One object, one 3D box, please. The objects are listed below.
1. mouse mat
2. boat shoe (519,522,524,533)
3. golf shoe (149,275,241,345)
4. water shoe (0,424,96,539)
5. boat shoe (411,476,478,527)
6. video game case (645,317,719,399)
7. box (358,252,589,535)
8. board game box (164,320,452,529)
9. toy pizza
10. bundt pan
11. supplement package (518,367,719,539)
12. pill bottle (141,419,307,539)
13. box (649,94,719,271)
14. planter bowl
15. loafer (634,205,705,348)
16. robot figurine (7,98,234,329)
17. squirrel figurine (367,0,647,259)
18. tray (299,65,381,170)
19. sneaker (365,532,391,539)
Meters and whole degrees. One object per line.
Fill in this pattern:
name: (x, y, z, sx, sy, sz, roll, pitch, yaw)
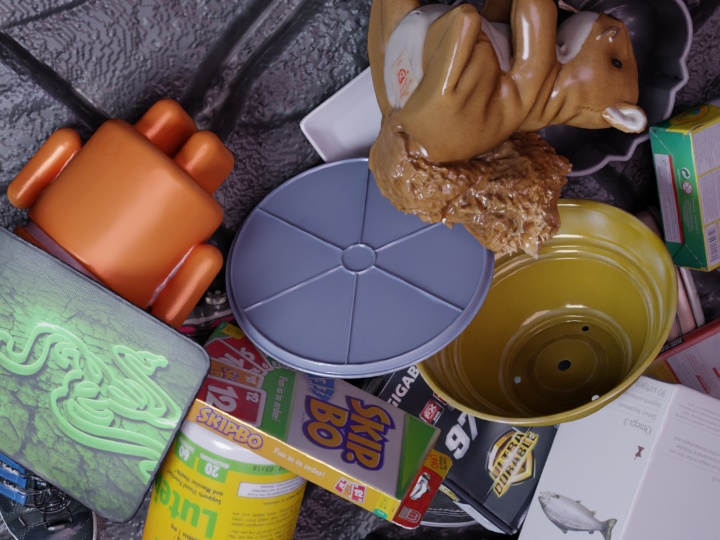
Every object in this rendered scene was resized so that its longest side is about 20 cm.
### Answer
mouse mat: (-0.218, 0.073, 1.542, 0.200, 0.008, 0.161, 30, 113, 5)
boat shoe: (0.224, 0.198, 1.729, 0.199, 0.057, 0.067, -8, 116, 8)
golf shoe: (-0.065, 0.039, 1.656, 0.199, 0.077, 0.088, -9, 117, -7)
water shoe: (-0.246, 0.137, 1.611, 0.071, 0.079, 0.201, -20, 104, -10)
boat shoe: (0.027, 0.156, 1.694, 0.199, 0.068, 0.074, 26, 92, -18)
video game case: (0.258, 0.126, 1.734, 0.200, 0.017, 0.143, -28, 112, 15)
box: (0.104, 0.077, 1.668, 0.159, 0.046, 0.200, 40, 73, -18)
board game box: (-0.032, 0.110, 1.556, 0.200, 0.096, 0.030, 28, 125, 5)
toy pizza: (0.000, 0.000, 1.598, 0.200, 0.200, 0.032, -25, 144, -10)
bundt pan: (0.149, -0.175, 1.664, 0.201, 0.076, 0.203, -3, 100, -15)
supplement package: (0.209, 0.183, 1.632, 0.117, 0.117, 0.201, 21, 87, -33)
pill bottle: (-0.104, 0.186, 1.626, 0.111, 0.111, 0.201, 6, 117, -16)
box: (0.313, -0.088, 1.706, 0.200, 0.048, 0.118, -24, 112, -35)
planter bowl: (0.142, 0.050, 1.590, 0.200, 0.200, 0.084, -34, 138, -7)
loafer: (0.243, 0.049, 1.737, 0.063, 0.072, 0.201, -22, 108, -4)
robot figurine: (-0.181, -0.030, 1.582, 0.144, 0.117, 0.200, 41, 87, -23)
squirrel figurine: (0.108, -0.115, 1.569, 0.186, 0.141, 0.201, 4, 102, -27)
tray: (0.048, -0.069, 1.685, 0.107, 0.022, 0.200, -38, 107, -7)
sneaker: (0.060, 0.248, 1.725, 0.199, 0.114, 0.077, 7, 94, -44)
